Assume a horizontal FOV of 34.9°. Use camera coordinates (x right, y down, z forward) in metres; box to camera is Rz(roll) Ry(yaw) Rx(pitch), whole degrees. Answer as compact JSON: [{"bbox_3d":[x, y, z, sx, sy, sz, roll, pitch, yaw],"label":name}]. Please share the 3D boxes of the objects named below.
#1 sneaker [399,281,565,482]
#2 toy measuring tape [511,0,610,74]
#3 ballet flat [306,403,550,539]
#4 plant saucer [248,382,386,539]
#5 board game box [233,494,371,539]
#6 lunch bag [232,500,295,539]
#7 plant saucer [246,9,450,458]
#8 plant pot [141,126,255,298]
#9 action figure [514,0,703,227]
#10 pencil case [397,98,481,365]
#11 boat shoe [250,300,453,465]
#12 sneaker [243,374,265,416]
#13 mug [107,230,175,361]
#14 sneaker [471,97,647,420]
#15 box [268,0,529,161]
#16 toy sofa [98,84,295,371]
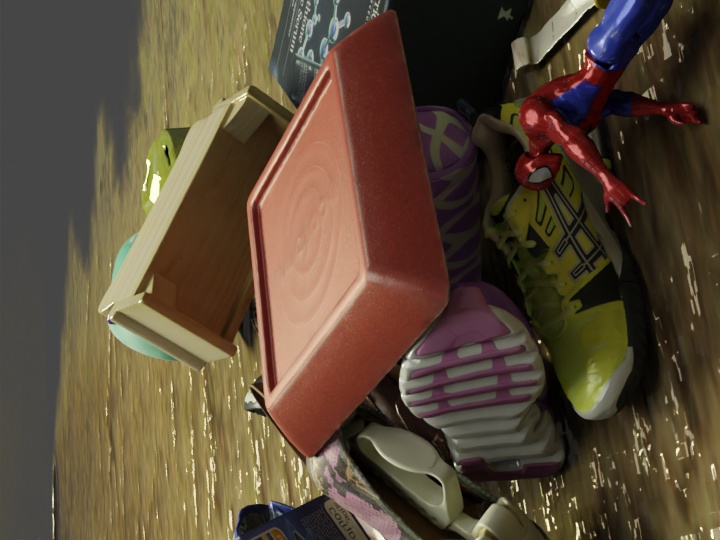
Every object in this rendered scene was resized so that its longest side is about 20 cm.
[{"bbox_3d":[0.072,0.053,0.675,0.200,0.080,0.089,63,-156,-56],"label":"sneaker"},{"bbox_3d":[0.120,-0.176,0.667,0.200,0.073,0.074,138,130,-59],"label":"toy measuring tape"},{"bbox_3d":[0.053,0.145,0.681,0.200,0.069,0.071,34,143,15],"label":"ballet flat"},{"bbox_3d":[-0.010,0.155,0.881,0.200,0.037,0.200,48,168,14],"label":"plant saucer"},{"bbox_3d":[0.000,0.246,0.743,0.034,0.135,0.200,-41,75,22],"label":"board game box"},{"bbox_3d":[-0.052,0.305,0.970,0.200,0.124,0.171,17,106,59],"label":"lunch bag"},{"bbox_3d":[-0.021,-0.019,0.677,0.200,0.037,0.201,127,142,-49],"label":"plant saucer"},{"bbox_3d":[-0.088,-0.052,0.998,0.200,0.184,0.201,-178,90,-67],"label":"plant pot"},{"bbox_3d":[0.152,-0.106,0.585,0.099,0.065,0.200,46,123,20],"label":"action figure"},{"bbox_3d":[0.037,-0.017,0.761,0.086,0.084,0.200,46,152,42],"label":"pencil case"},{"bbox_3d":[-0.016,0.079,0.794,0.200,0.070,0.070,34,156,35],"label":"boat shoe"},{"bbox_3d":[-0.048,0.096,1.066,0.200,0.072,0.083,-30,41,62],"label":"sneaker"},{"bbox_3d":[-0.212,0.007,1.321,0.185,0.152,0.115,-125,43,-51],"label":"mug"},{"bbox_3d":[0.109,-0.008,0.671,0.075,0.076,0.201,134,132,-55],"label":"sneaker"},{"bbox_3d":[0.020,-0.174,0.854,0.200,0.107,0.149,-123,42,-52],"label":"box"},{"bbox_3d":[-0.109,-0.031,0.865,0.098,0.083,0.200,-17,45,56],"label":"toy sofa"}]
